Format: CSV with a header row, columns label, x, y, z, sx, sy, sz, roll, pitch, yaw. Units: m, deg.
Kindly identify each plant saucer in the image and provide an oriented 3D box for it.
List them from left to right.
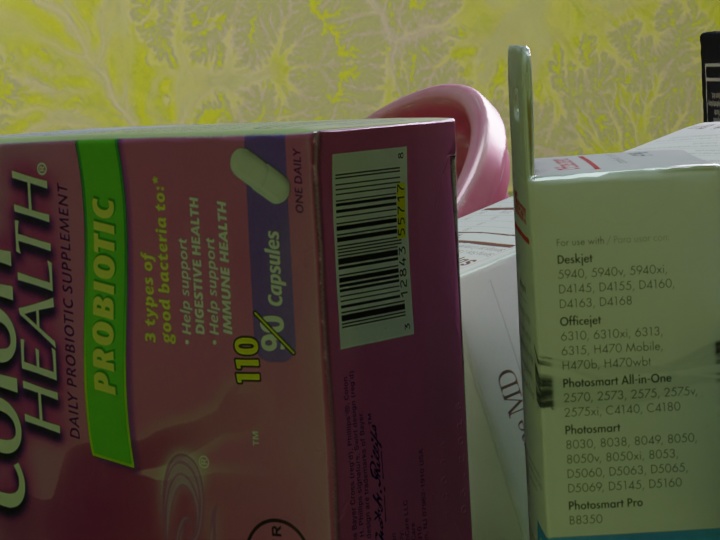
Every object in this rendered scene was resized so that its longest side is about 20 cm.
label,x,y,z,sx,sy,sz,roll,pitch,yaw
plant saucer,0.000,0.000,1.347,0.200,0.051,0.201,-38,22,19

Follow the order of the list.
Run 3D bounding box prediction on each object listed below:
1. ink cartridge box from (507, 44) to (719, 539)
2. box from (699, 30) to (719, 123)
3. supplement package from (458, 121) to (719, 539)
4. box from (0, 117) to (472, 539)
label,x,y,z,sx,sy,sz,roll,pitch,yaw
ink cartridge box,0.090,0.021,0.974,0.066,0.201,0.116,-3,5,1
box,0.253,-0.024,1.420,0.122,0.200,0.200,-1,5,-7
supplement package,0.107,0.022,1.164,0.199,0.117,0.117,-23,11,-23
box,-0.068,0.034,1.055,0.199,0.177,0.097,1,5,34
